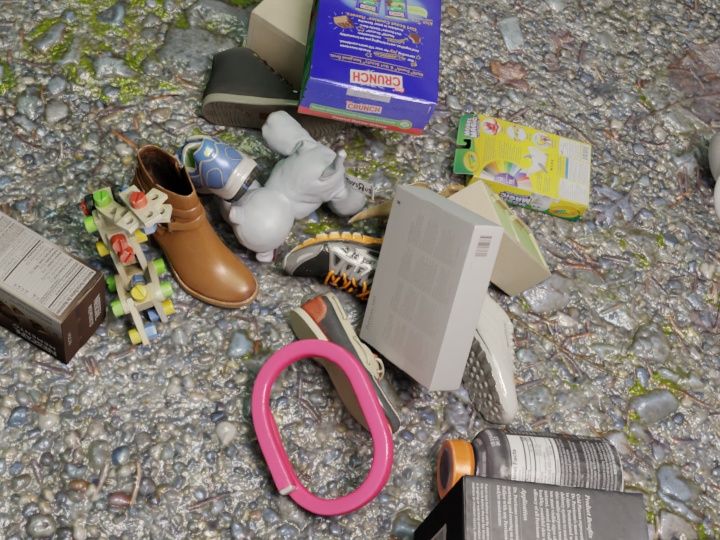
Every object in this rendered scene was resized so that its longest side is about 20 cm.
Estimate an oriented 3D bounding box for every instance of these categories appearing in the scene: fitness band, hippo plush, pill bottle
[{"bbox_3d":[-0.045,0.175,1.099,0.143,0.037,0.201,-27,72,9],"label":"fitness band"},{"bbox_3d":[-0.087,-0.083,1.237,0.161,0.159,0.200,-46,44,-4],"label":"hippo plush"},{"bbox_3d":[0.191,0.238,1.123,0.198,0.106,0.107,7,59,-10],"label":"pill bottle"}]

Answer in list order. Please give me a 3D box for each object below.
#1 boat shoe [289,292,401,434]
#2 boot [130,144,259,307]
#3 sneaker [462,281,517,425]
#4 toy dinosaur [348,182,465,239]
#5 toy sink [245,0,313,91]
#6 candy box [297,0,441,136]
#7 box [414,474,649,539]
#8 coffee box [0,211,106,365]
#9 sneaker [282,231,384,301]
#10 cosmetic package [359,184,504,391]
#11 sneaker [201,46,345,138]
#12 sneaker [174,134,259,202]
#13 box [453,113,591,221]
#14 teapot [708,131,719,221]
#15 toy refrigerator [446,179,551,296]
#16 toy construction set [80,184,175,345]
[{"bbox_3d":[-0.008,0.112,1.172,0.062,0.071,0.200,-26,65,-29],"label":"boat shoe"},{"bbox_3d":[-0.197,-0.053,1.166,0.200,0.156,0.077,43,60,13],"label":"boot"},{"bbox_3d":[0.163,0.095,1.223,0.080,0.076,0.201,-5,63,-27],"label":"sneaker"},{"bbox_3d":[0.049,-0.078,1.271,0.199,0.101,0.058,-15,58,-28],"label":"toy dinosaur"},{"bbox_3d":[-0.046,-0.313,1.384,0.199,0.112,0.131,33,59,7],"label":"toy sink"},{"bbox_3d":[0.015,-0.287,1.273,0.168,0.077,0.201,11,58,-9],"label":"candy box"},{"bbox_3d":[0.171,0.311,1.018,0.195,0.200,0.125,9,57,-9],"label":"box"},{"bbox_3d":[-0.395,0.007,1.108,0.199,0.113,0.080,30,58,4],"label":"coffee box"},{"bbox_3d":[0.000,0.000,1.235,0.198,0.078,0.078,1,70,-11],"label":"sneaker"},{"bbox_3d":[0.078,0.018,1.140,0.051,0.201,0.151,1,21,-38],"label":"cosmetic package"},{"bbox_3d":[-0.116,-0.252,1.351,0.198,0.075,0.107,8,61,-8],"label":"sneaker"},{"bbox_3d":[-0.193,-0.137,1.204,0.077,0.200,0.076,38,77,-27],"label":"sneaker"},{"bbox_3d":[0.228,-0.150,1.395,0.199,0.048,0.118,16,58,-7],"label":"box"},{"bbox_3d":[0.607,-0.139,1.425,0.198,0.197,0.147,-6,99,13],"label":"teapot"},{"bbox_3d":[0.175,-0.037,1.227,0.070,0.200,0.076,-29,63,18],"label":"toy refrigerator"},{"bbox_3d":[-0.266,-0.023,1.122,0.091,0.201,0.132,-10,47,-19],"label":"toy construction set"}]
